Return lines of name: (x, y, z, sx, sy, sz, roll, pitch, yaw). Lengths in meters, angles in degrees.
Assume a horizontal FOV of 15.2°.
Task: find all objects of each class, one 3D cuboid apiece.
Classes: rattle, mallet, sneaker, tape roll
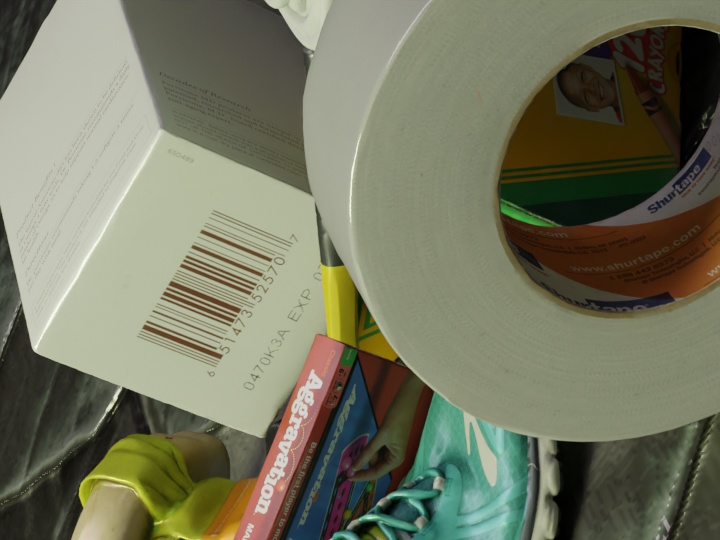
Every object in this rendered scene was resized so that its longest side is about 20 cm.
rattle: (-0.060, 0.177, 1.185, 0.130, 0.142, 0.201, -11, -72, -83)
mallet: (0.000, 0.000, 1.083, 0.041, 0.066, 0.201, 34, 127, 49)
sneaker: (0.018, 0.119, 1.021, 0.077, 0.079, 0.201, 2, 71, 63)
tape roll: (0.084, -0.046, 0.885, 0.201, 0.200, 0.066, -59, 27, 18)

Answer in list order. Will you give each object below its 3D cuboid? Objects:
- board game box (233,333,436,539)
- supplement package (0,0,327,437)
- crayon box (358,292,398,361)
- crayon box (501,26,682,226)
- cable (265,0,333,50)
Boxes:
board game box: (-0.018, 0.131, 1.058, 0.019, 0.103, 0.201, 22, 91, 40)
supplement package: (-0.080, -0.041, 1.177, 0.117, 0.117, 0.200, -58, 27, 21)
crayon box: (0.010, -0.033, 1.189, 0.200, 0.051, 0.127, -47, 32, 35)
crayon box: (0.063, -0.090, 1.054, 0.058, 0.118, 0.201, -35, 41, 48)
cable: (-0.024, -0.172, 0.955, 0.200, 0.069, 0.200, 75, 170, -49)
